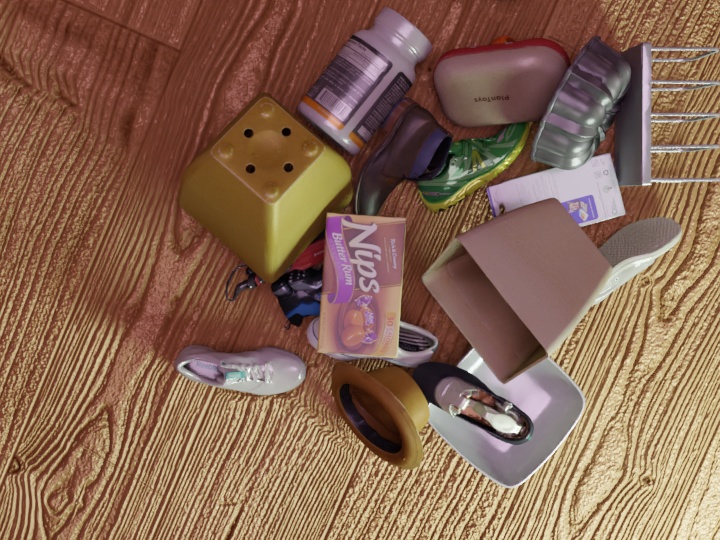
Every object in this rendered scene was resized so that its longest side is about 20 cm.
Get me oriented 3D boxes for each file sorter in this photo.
[{"bbox_3d":[0.454,-0.227,1.593,0.124,0.139,0.201,-2,94,-4],"label":"file sorter"}]

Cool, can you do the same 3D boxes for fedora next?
[{"bbox_3d":[0.041,0.200,1.604,0.082,0.200,0.201,-34,94,-27],"label":"fedora"}]

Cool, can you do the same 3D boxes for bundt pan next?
[{"bbox_3d":[0.325,-0.231,1.551,0.076,0.202,0.203,30,93,15],"label":"bundt pan"}]

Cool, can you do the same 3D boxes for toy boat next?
[{"bbox_3d":[0.212,-0.297,1.597,0.199,0.131,0.131,-2,139,21],"label":"toy boat"}]

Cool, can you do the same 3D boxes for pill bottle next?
[{"bbox_3d":[0.009,-0.280,1.590,0.116,0.116,0.200,39,91,-3],"label":"pill bottle"}]

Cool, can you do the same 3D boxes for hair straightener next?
[{"bbox_3d":[-0.119,-0.011,1.630,0.199,0.077,0.041,-31,118,-13],"label":"hair straightener"}]

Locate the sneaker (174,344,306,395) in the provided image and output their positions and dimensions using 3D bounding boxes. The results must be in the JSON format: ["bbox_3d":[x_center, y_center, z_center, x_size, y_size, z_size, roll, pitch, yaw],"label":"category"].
[{"bbox_3d":[-0.182,0.155,1.628,0.199,0.088,0.076,3,92,-2],"label":"sneaker"}]

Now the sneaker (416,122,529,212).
[{"bbox_3d":[0.169,-0.170,1.621,0.200,0.074,0.084,-37,98,2],"label":"sneaker"}]

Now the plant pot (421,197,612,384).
[{"bbox_3d":[0.235,0.015,1.531,0.177,0.200,0.200,-35,82,-19],"label":"plant pot"}]

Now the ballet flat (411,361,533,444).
[{"bbox_3d":[0.168,0.195,1.575,0.199,0.073,0.073,30,93,-3],"label":"ballet flat"}]

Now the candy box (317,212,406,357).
[{"bbox_3d":[0.003,0.021,1.545,0.116,0.056,0.201,4,87,2],"label":"candy box"}]

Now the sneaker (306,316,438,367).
[{"bbox_3d":[0.021,0.094,1.600,0.199,0.071,0.073,9,59,-19],"label":"sneaker"}]

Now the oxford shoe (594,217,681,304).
[{"bbox_3d":[0.404,-0.015,1.649,0.200,0.075,0.058,-34,135,-7],"label":"oxford shoe"}]

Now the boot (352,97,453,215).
[{"bbox_3d":[0.060,-0.145,1.593,0.097,0.075,0.201,35,113,30],"label":"boot"}]

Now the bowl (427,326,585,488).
[{"bbox_3d":[0.219,0.204,1.647,0.200,0.075,0.200,41,92,-3],"label":"bowl"}]

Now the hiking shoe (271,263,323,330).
[{"bbox_3d":[-0.032,0.025,1.632,0.199,0.074,0.087,-14,112,14],"label":"hiking shoe"}]

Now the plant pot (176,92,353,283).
[{"bbox_3d":[-0.132,-0.136,1.519,0.195,0.200,0.194,41,74,6],"label":"plant pot"}]

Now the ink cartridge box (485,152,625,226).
[{"bbox_3d":[0.295,-0.107,1.646,0.199,0.039,0.100,-15,94,-2],"label":"ink cartridge box"}]
